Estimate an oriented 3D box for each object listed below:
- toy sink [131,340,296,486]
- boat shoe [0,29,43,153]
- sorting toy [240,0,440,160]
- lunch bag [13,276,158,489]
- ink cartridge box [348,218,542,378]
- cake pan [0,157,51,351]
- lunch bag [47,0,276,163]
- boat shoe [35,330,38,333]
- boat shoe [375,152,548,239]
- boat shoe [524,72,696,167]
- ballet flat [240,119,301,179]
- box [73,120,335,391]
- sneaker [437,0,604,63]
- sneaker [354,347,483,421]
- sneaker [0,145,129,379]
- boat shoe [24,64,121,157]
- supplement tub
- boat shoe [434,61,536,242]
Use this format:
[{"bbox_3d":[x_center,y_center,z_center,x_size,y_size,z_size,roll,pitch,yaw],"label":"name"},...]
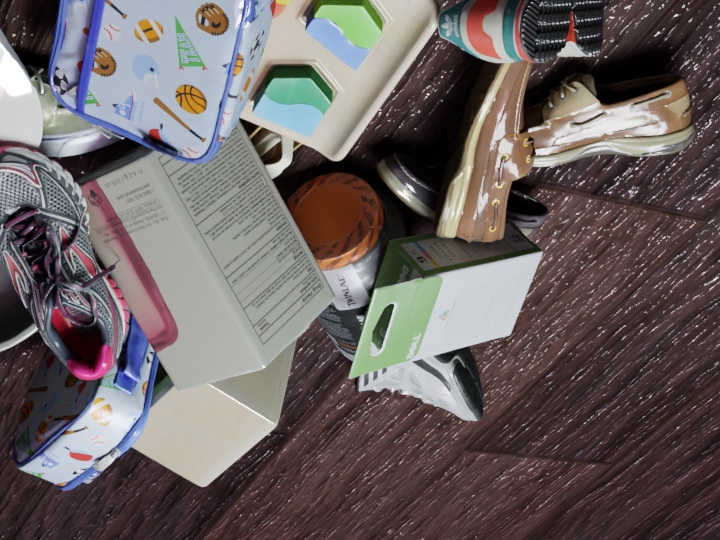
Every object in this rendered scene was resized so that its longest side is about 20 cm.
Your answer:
[{"bbox_3d":[-0.146,0.087,1.443,0.112,0.200,0.130,34,128,-19],"label":"toy sink"},{"bbox_3d":[-0.297,-0.166,1.080,0.072,0.069,0.200,-27,132,-1],"label":"boat shoe"},{"bbox_3d":[-0.065,-0.180,1.128,0.200,0.036,0.185,25,133,-15],"label":"sorting toy"},{"bbox_3d":[-0.249,0.105,1.379,0.076,0.200,0.160,33,128,-27],"label":"lunch bag"},{"bbox_3d":[0.063,0.022,1.320,0.200,0.059,0.104,-13,135,-36],"label":"ink cartridge box"},{"bbox_3d":[-0.332,-0.026,1.205,0.200,0.200,0.037,-9,178,-6],"label":"cake pan"},{"bbox_3d":[-0.153,-0.179,1.075,0.160,0.076,0.200,25,131,2],"label":"lunch bag"},{"bbox_3d":[-0.323,-0.008,1.318,0.066,0.072,0.201,-37,146,-1],"label":"boat shoe"},{"bbox_3d":[0.100,-0.073,1.374,0.200,0.072,0.065,25,116,-37],"label":"boat shoe"},{"bbox_3d":[0.200,-0.143,1.309,0.200,0.076,0.074,-5,118,4],"label":"boat shoe"},{"bbox_3d":[-0.055,-0.125,1.248,0.200,0.063,0.069,-36,142,30],"label":"ballet flat"},{"bbox_3d":[-0.132,-0.020,1.215,0.109,0.128,0.200,-18,107,37],"label":"box"},{"bbox_3d":[0.129,-0.201,1.146,0.093,0.070,0.200,8,-164,26],"label":"sneaker"},{"bbox_3d":[0.059,0.115,1.639,0.115,0.076,0.201,-17,139,21],"label":"sneaker"},{"bbox_3d":[-0.238,-0.007,1.133,0.081,0.075,0.200,-25,115,6],"label":"sneaker"},{"bbox_3d":[-0.271,-0.133,1.160,0.200,0.072,0.062,-6,142,-7],"label":"boat shoe"},{"bbox_3d":[0.000,0.000,1.393,0.122,0.123,0.200,-19,146,9],"label":"supplement tub"},{"bbox_3d":[0.120,-0.112,1.261,0.068,0.072,0.200,13,122,-5],"label":"boat shoe"}]
